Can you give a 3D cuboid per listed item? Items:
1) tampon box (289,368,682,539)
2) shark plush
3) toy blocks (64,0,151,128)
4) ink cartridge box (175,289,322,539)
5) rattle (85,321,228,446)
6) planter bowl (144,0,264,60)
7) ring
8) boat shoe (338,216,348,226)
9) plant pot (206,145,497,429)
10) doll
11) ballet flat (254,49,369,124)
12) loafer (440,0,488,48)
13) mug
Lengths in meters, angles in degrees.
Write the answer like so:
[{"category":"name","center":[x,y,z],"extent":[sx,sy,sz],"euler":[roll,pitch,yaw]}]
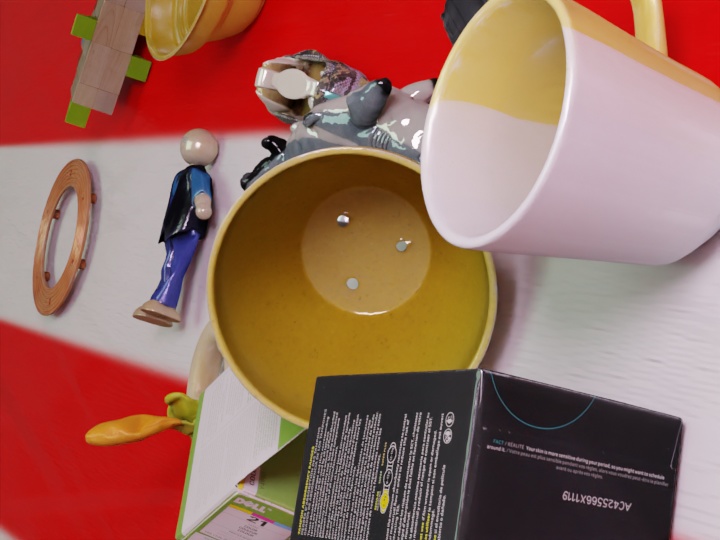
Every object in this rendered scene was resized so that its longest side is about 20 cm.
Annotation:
[{"category":"tampon box","center":[0.070,0.136,0.986],"extent":[0.200,0.149,0.128],"euler":[-9,70,62]},{"category":"shark plush","center":[-0.017,-0.090,1.277],"extent":[0.198,0.091,0.084],"euler":[-14,88,21]},{"category":"toy blocks","center":[-0.303,-0.279,1.981],"extent":[0.137,0.099,0.202],"euler":[-123,52,-70]},{"category":"ink cartridge box","center":[-0.060,0.124,1.302],"extent":[0.200,0.075,0.149],"euler":[-43,30,41]},{"category":"rattle","center":[-0.156,0.062,1.482],"extent":[0.130,0.141,0.202],"euler":[-103,26,-73]},{"category":"planter bowl","center":[-0.144,-0.301,1.670],"extent":[0.200,0.083,0.202],"euler":[-38,45,52]},{"category":"ring","center":[-0.372,-0.041,2.071],"extent":[0.200,0.019,0.202],"euler":[-35,49,54]},{"category":"boat shoe","center":[-0.037,-0.059,1.383],"extent":[0.199,0.073,0.066],"euler":[1,74,53]},{"category":"plant pot","center":[0.000,0.000,1.176],"extent":[0.142,0.198,0.202],"euler":[-68,-1,-75]},{"category":"doll","center":[-0.178,-0.047,1.662],"extent":[0.136,0.048,0.202],"euler":[155,130,-69]},{"category":"ballet flat","center":[-0.054,-0.164,1.453],"extent":[0.200,0.071,0.073],"euler":[23,99,63]},{"category":"loafer","center":[0.099,-0.156,1.159],"extent":[0.201,0.067,0.071],"euler":[-105,30,-51]},{"category":"mug","center":[0.142,-0.088,0.942],"extent":[0.149,0.152,0.188],"euler":[36,110,62]}]
